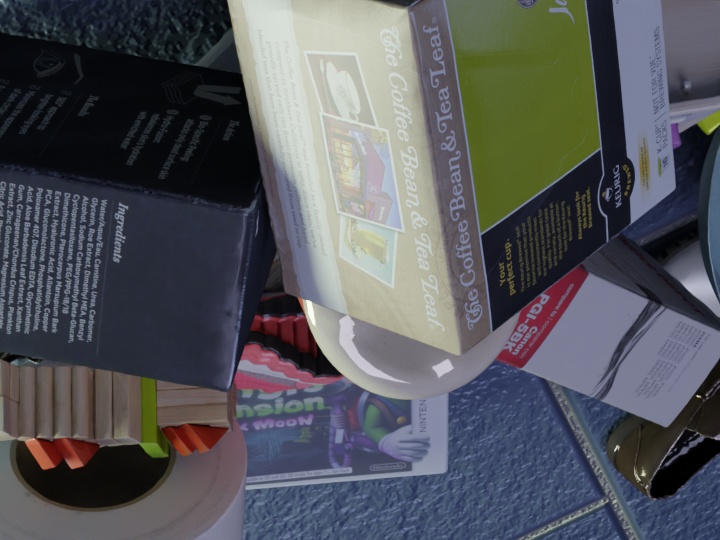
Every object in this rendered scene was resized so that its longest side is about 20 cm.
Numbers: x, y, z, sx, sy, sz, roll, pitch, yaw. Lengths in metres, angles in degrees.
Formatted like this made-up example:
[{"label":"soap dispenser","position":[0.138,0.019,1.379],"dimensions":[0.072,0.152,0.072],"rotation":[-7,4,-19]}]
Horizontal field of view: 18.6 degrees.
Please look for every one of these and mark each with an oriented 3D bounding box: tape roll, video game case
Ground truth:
[{"label":"tape roll","position":[-0.178,0.169,1.474],"dimensions":[0.202,0.203,0.139],"rotation":[-6,132,-14]},{"label":"video game case","position":[-0.037,0.085,1.548],"dimensions":[0.199,0.023,0.182],"rotation":[-4,133,-3]}]

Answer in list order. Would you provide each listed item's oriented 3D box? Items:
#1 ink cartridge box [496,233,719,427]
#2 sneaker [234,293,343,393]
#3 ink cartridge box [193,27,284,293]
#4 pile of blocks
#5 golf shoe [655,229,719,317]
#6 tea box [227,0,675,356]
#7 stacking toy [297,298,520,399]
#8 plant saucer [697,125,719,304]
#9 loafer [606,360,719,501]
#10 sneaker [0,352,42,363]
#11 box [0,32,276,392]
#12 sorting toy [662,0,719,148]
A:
[{"label":"ink cartridge box","position":[0.127,0.013,1.459],"dimensions":[0.200,0.147,0.083],"rotation":[23,106,-39]},{"label":"sneaker","position":[-0.103,0.045,1.429],"dimensions":[0.200,0.074,0.087],"rotation":[21,145,-34]},{"label":"ink cartridge box","position":[-0.062,-0.067,1.424],"dimensions":[0.161,0.050,0.200],"rotation":[-43,149,19]},{"label":"pile of blocks","position":[-0.170,0.098,1.394],"dimensions":[0.199,0.062,0.082],"rotation":[3,162,-19]},{"label":"golf shoe","position":[0.296,0.011,1.579],"dimensions":[0.199,0.088,0.077],"rotation":[-12,135,-7]},{"label":"tea box","position":[0.053,-0.099,1.157],"dimensions":[0.197,0.133,0.200],"rotation":[-35,129,-37]},{"label":"stacking toy","position":[0.000,0.000,1.376],"dimensions":[0.146,0.200,0.147],"rotation":[-1,93,-24]},{"label":"plant saucer","position":[0.277,-0.049,1.498],"dimensions":[0.201,0.039,0.202],"rotation":[-12,106,-47]},{"label":"loafer","position":[0.279,0.108,1.669],"dimensions":[0.073,0.071,0.200],"rotation":[29,116,-37]},{"label":"sneaker","position":[-0.241,0.041,1.420],"dimensions":[0.200,0.081,0.075],"rotation":[-37,134,14]},{"label":"box","position":[-0.148,-0.039,1.247],"dimensions":[0.199,0.197,0.118],"rotation":[10,115,2]},{"label":"sorting toy","position":[0.163,-0.105,1.414],"dimensions":[0.199,0.107,0.180],"rotation":[-10,163,-18]}]
